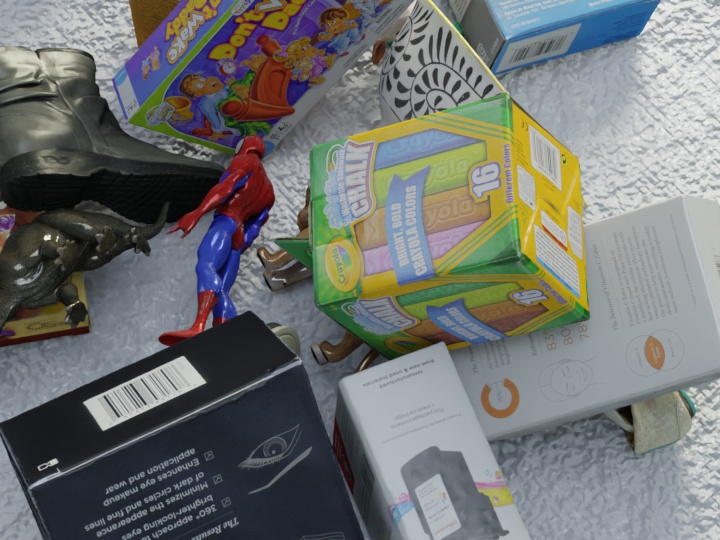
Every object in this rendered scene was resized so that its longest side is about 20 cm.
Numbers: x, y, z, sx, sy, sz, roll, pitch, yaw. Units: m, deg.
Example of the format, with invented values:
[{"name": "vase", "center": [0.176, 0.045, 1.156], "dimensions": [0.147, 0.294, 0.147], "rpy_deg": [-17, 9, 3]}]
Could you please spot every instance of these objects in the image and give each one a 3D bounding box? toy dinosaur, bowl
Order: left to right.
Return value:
[{"name": "toy dinosaur", "center": [-0.217, -0.014, 1.604], "dimensions": [0.102, 0.077, 0.200], "rpy_deg": [13, 47, 36]}, {"name": "bowl", "center": [0.072, -0.097, 1.664], "dimensions": [0.094, 0.201, 0.201], "rpy_deg": [-39, 73, 4]}]

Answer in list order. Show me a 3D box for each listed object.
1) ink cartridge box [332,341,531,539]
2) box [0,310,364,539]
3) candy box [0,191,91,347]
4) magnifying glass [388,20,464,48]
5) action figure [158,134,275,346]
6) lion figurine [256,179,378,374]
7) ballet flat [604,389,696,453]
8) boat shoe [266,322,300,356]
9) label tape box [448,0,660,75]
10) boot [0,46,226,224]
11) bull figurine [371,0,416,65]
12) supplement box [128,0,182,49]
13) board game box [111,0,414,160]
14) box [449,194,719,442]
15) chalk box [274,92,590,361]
[{"name": "ink cartridge box", "center": [0.055, 0.174, 1.561], "dimensions": [0.082, 0.146, 0.201], "rpy_deg": [-20, 70, -11]}, {"name": "box", "center": [-0.114, 0.165, 1.519], "dimensions": [0.196, 0.117, 0.201], "rpy_deg": [-24, 114, -12]}, {"name": "candy box", "center": [-0.275, -0.043, 1.684], "dimensions": [0.116, 0.057, 0.201], "rpy_deg": [-9, 70, -9]}, {"name": "magnifying glass", "center": [0.046, -0.164, 1.770], "dimensions": [0.079, 0.022, 0.201], "rpy_deg": [8, 68, 0]}, {"name": "action figure", "center": [-0.101, -0.019, 1.631], "dimensions": [0.051, 0.066, 0.201], "rpy_deg": [-1, 52, 26]}, {"name": "lion figurine", "center": [0.000, 0.000, 1.657], "dimensions": [0.122, 0.073, 0.200], "rpy_deg": [-27, 57, -8]}, {"name": "ballet flat", "center": [0.173, 0.046, 1.665], "dimensions": [0.062, 0.068, 0.201], "rpy_deg": [-30, 71, -8]}, {"name": "boat shoe", "center": [-0.125, 0.100, 1.627], "dimensions": [0.067, 0.072, 0.200], "rpy_deg": [30, 61, 37]}, {"name": "label tape box", "center": [0.129, -0.266, 1.784], "dimensions": [0.143, 0.063, 0.201], "rpy_deg": [-16, 69, -20]}, {"name": "boot", "center": [-0.190, -0.109, 1.676], "dimensions": [0.199, 0.068, 0.131], "rpy_deg": [5, 56, -35]}, {"name": "bull figurine", "center": [-0.052, -0.230, 1.737], "dimensions": [0.199, 0.121, 0.065], "rpy_deg": [24, 78, 21]}, {"name": "supplement box", "center": [-0.135, -0.217, 1.686], "dimensions": [0.068, 0.200, 0.067], "rpy_deg": [22, 68, 11]}, {"name": "board game box", "center": [-0.069, -0.172, 1.647], "dimensions": [0.134, 0.200, 0.045], "rpy_deg": [14, 42, -43]}, {"name": "box", "center": [0.166, 0.036, 1.591], "dimensions": [0.199, 0.097, 0.125], "rpy_deg": [-18, 81, 22]}, {"name": "chalk box", "center": [0.040, -0.021, 1.534], "dimensions": [0.199, 0.124, 0.125], "rpy_deg": [-15, 64, 25]}]
